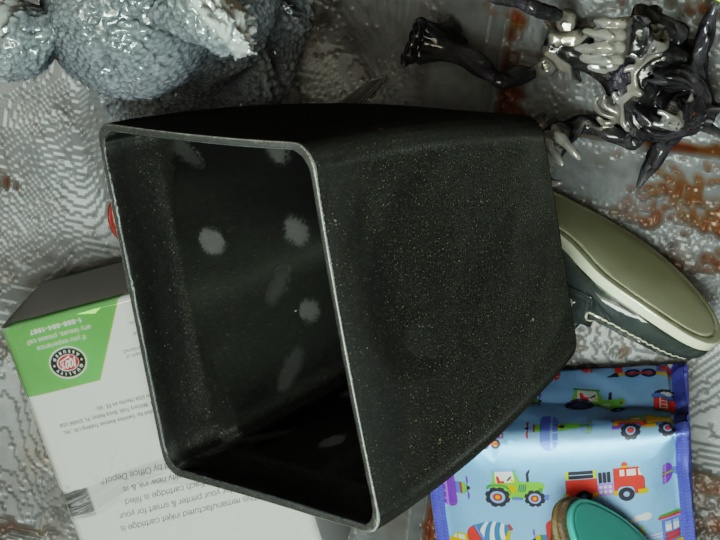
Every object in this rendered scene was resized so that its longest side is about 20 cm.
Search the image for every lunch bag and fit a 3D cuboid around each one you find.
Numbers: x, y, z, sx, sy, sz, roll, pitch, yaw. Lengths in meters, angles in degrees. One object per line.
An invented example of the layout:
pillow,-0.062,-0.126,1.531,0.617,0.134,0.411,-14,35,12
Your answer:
lunch bag,0.122,0.165,1.494,0.149,0.094,0.201,-3,112,8

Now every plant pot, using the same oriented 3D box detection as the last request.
plant pot,0.000,0.000,1.364,0.199,0.177,0.201,9,114,52

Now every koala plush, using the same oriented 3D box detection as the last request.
koala plush,-0.114,-0.146,1.392,0.176,0.200,0.185,-4,103,11

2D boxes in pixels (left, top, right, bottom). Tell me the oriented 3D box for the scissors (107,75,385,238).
scissors,-0.060,-0.045,1.507,0.199,0.014,0.074,-24,97,13

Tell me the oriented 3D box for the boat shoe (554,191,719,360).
boat shoe,0.110,0.001,1.455,0.199,0.075,0.066,32,117,4

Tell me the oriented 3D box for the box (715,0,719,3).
box,0.181,-0.222,1.402,0.199,0.048,0.118,28,107,1

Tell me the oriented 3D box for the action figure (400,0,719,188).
action figure,0.122,-0.106,1.412,0.199,0.102,0.119,22,121,4

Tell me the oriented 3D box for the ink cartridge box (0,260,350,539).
ink cartridge box,-0.104,0.095,1.505,0.145,0.084,0.201,-14,106,13

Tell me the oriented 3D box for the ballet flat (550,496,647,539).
ballet flat,0.160,0.200,1.447,0.200,0.068,0.072,35,138,-26
